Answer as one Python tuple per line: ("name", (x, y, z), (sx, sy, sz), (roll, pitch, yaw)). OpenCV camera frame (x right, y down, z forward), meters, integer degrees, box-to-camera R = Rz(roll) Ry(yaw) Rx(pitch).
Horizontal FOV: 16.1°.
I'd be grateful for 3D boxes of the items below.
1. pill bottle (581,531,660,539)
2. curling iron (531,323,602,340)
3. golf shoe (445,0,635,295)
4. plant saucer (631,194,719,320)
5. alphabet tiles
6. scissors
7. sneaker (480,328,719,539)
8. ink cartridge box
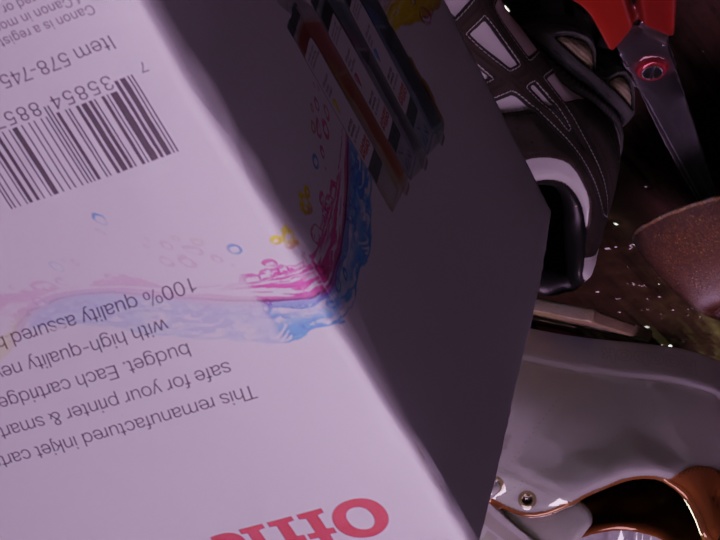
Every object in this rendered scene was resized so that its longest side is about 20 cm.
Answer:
("pill bottle", (0.043, 0.091, 1.092), (0.200, 0.114, 0.114), (2, 155, -6))
("curling iron", (0.014, 0.029, 0.934), (0.200, 0.026, 0.050), (12, 126, -35))
("golf shoe", (0.017, -0.056, 0.802), (0.200, 0.095, 0.078), (23, 147, -37))
("plant saucer", (0.198, -0.009, 0.903), (0.200, 0.035, 0.200), (-5, 172, -1))
("alphabet tiles", (0.000, 0.000, 0.917), (0.200, 0.006, 0.166), (12, 179, 19))
("scissors", (0.085, -0.075, 0.820), (0.073, 0.014, 0.200), (-7, 146, 0))
("sneaker", (0.037, 0.064, 0.892), (0.200, 0.085, 0.073), (5, 151, -7))
("ink cartridge box", (-0.063, -0.031, 0.623), (0.145, 0.145, 0.200), (-16, 120, 24))
